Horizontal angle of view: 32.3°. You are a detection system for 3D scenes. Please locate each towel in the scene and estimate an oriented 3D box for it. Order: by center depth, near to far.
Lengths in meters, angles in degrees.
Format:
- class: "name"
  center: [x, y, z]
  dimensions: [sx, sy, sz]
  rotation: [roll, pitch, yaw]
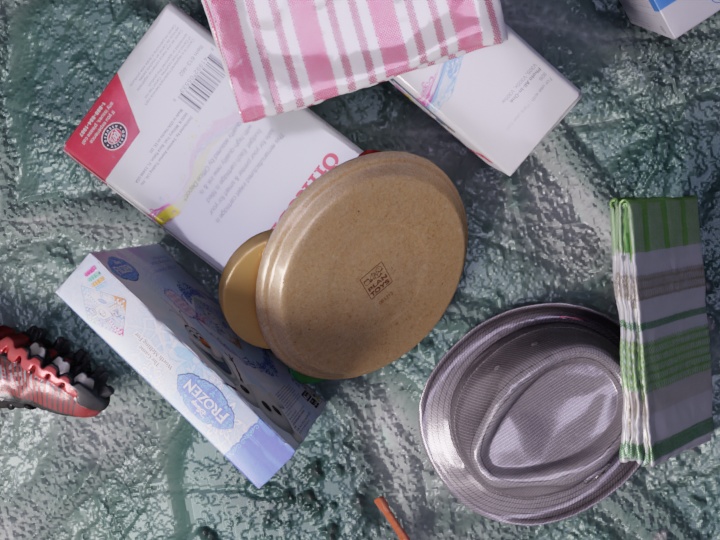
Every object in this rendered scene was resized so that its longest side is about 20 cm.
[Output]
- class: "towel"
  center: [-0.009, -0.197, 0.850]
  dimensions: [0.199, 0.030, 0.147]
  rotation: [-17, 101, 3]
- class: "towel"
  center: [0.233, 0.042, 0.968]
  dimensions: [0.031, 0.149, 0.201]
  rotation: [-4, 90, 35]

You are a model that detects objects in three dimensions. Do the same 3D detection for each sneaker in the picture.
- class: "sneaker"
  center: [-0.304, 0.088, 1.032]
  dimensions: [0.200, 0.071, 0.098]
  rotation: [22, 93, 5]

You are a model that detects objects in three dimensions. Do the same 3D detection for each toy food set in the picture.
- class: "toy food set"
  center: [0.000, 0.000, 0.970]
  dimensions: [0.200, 0.049, 0.198]
  rotation: [-52, 132, 0]

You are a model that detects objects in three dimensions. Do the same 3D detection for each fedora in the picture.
- class: "fedora"
  center: [0.145, 0.120, 0.992]
  dimensions: [0.199, 0.090, 0.177]
  rotation: [-27, 90, 5]

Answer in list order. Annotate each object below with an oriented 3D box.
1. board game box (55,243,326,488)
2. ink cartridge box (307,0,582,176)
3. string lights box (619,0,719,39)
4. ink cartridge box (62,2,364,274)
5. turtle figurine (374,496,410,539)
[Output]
- class: "board game box"
  center: [-0.120, 0.064, 0.953]
  dimensions: [0.199, 0.200, 0.043]
  rotation: [45, 95, 1]
- class: "ink cartridge box"
  center: [0.058, -0.170, 0.945]
  dimensions: [0.200, 0.145, 0.088]
  rotation: [38, 97, -8]
- class: "string lights box"
  center: [0.197, -0.279, 0.938]
  dimensions: [0.059, 0.103, 0.200]
  rotation: [-33, 110, 4]
- class: "ink cartridge box"
  center: [-0.111, -0.093, 1.005]
  dimensions: [0.200, 0.083, 0.146]
  rotation: [38, 94, 1]
- class: "turtle figurine"
  center: [0.024, 0.289, 1.021]
  dimensions: [0.161, 0.064, 0.200]
  rotation: [-32, 99, 12]
